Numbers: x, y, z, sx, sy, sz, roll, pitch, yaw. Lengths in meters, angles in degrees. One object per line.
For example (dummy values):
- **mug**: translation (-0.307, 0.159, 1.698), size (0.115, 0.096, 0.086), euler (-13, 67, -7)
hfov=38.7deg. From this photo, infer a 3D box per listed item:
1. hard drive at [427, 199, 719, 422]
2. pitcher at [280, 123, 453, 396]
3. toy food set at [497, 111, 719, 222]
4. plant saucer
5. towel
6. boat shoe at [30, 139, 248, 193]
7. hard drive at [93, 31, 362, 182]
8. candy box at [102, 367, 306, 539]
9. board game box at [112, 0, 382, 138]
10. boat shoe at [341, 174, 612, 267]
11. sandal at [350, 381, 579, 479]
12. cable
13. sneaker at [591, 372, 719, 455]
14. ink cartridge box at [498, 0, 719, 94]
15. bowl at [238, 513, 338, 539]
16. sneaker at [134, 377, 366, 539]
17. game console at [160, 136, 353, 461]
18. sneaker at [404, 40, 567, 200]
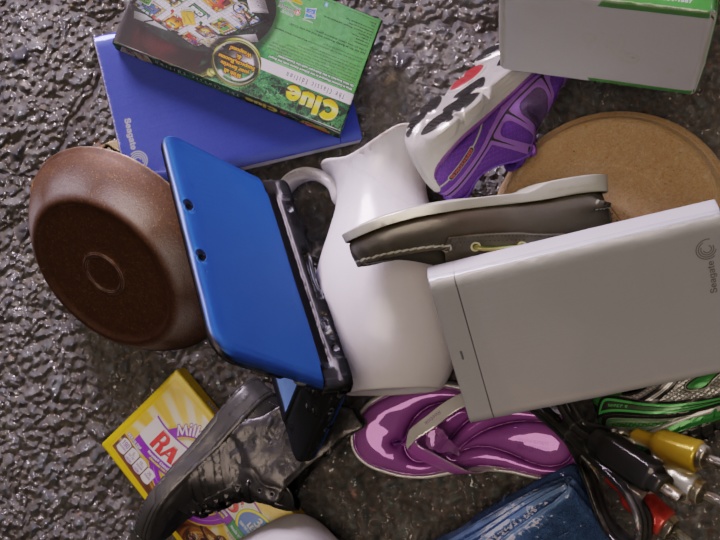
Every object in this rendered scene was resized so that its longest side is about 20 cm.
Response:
- **hard drive**: translation (0.159, 0.034, 0.723), size (0.198, 0.027, 0.133), euler (-13, 121, 10)
- **pitcher**: translation (0.000, 0.000, 0.834), size (0.170, 0.121, 0.203), euler (-11, 76, 34)
- **toy food set**: translation (0.193, -0.026, 0.793), size (0.198, 0.049, 0.201), euler (40, 92, 27)
- **plant saucer**: translation (-0.207, -0.006, 0.861), size (0.198, 0.037, 0.202), euler (16, 130, 20)
- **towel**: translation (0.114, 0.248, 0.818), size (0.199, 0.049, 0.112), euler (-34, 100, 11)
- **boat shoe**: translation (-0.195, -0.082, 0.894), size (0.198, 0.074, 0.077), euler (-15, 87, 14)
- **hard drive**: translation (-0.110, -0.151, 0.859), size (0.198, 0.025, 0.134), euler (-14, 86, -9)
- **candy box**: translation (-0.131, 0.195, 0.903), size (0.102, 0.026, 0.200), euler (-43, 80, 7)
- **board game box**: translation (-0.091, -0.194, 0.842), size (0.198, 0.023, 0.106), euler (22, 79, -4)
- **boat shoe**: translation (0.088, -0.024, 0.739), size (0.199, 0.072, 0.061), euler (-11, 91, -8)
- **sandal**: translation (0.087, 0.132, 0.834), size (0.200, 0.050, 0.084), euler (-1, 90, 12)
- **cable**: translation (0.181, 0.133, 0.777), size (0.200, 0.050, 0.098), euler (38, 113, 45)
- **sneaker**: translation (0.266, 0.075, 0.775), size (0.199, 0.078, 0.086), euler (-34, 82, 12)
- **ink cartridge box**: translation (0.190, -0.239, 0.747), size (0.145, 0.083, 0.202), euler (11, 61, 14)
- **bowl**: translation (-0.068, 0.327, 0.846), size (0.199, 0.075, 0.201), euler (-37, 91, 10)
- **sneaker**: translation (-0.093, 0.172, 0.852), size (0.104, 0.060, 0.200), euler (38, 89, 14)
- **game console**: translation (-0.091, 0.026, 0.774), size (0.117, 0.171, 0.202), euler (-2, 52, -23)
- **sneaker**: translation (0.119, -0.128, 0.801), size (0.200, 0.080, 0.084), euler (-40, 116, -16)
